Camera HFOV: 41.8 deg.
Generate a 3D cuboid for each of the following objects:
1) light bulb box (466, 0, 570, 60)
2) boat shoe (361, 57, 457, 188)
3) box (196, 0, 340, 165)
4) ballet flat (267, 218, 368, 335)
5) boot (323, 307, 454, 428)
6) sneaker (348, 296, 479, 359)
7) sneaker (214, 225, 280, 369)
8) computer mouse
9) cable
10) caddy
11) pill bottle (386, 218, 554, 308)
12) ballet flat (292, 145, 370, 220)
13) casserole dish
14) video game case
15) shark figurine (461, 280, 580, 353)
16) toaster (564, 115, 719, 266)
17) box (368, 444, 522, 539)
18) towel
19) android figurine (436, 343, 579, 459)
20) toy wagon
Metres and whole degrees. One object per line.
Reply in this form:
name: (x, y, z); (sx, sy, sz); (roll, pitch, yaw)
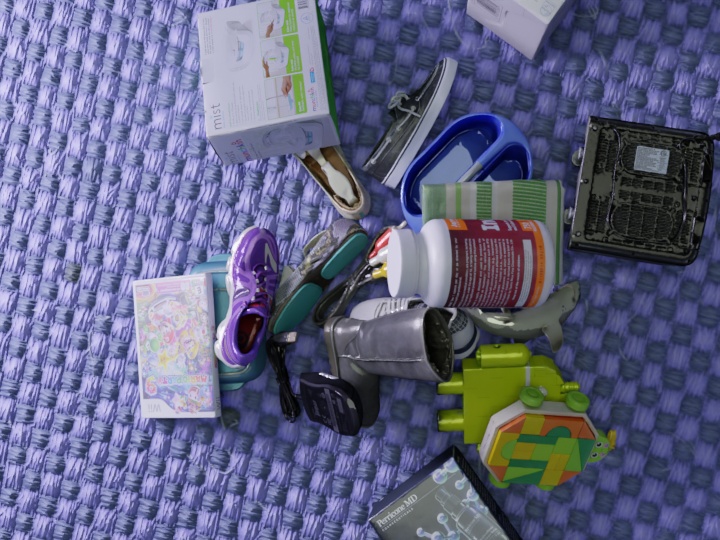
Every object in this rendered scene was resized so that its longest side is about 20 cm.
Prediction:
light bulb box: (0.250, -0.417, 1.260); (0.124, 0.198, 0.201); (36, 91, 4)
boat shoe: (0.067, -0.219, 1.338); (0.067, 0.074, 0.201); (28, 101, -8)
box: (-0.130, -0.269, 1.320); (0.174, 0.097, 0.203); (-11, 69, 6)
ballet flat: (-0.072, 0.003, 1.359); (0.072, 0.072, 0.201); (42, 93, 5)
boot: (0.047, 0.135, 1.270); (0.198, 0.072, 0.184); (-4, 112, 40)
sneaker: (0.065, 0.064, 1.299); (0.198, 0.081, 0.077); (4, 65, 31)
sneaker: (-0.145, 0.038, 1.317); (0.080, 0.083, 0.203); (12, 79, -26)
computer mouse: (-0.058, 0.147, 1.299); (0.046, 0.199, 0.142); (-22, 102, -33)
cable: (0.000, 0.000, 1.338); (0.199, 0.050, 0.098); (-31, 51, 19)
caddy: (0.147, -0.123, 1.310); (0.141, 0.105, 0.200); (45, 94, 6)
pill bottle: (0.138, -0.009, 1.206); (0.197, 0.113, 0.115); (0, 89, -10)
ballet flat: (-0.051, -0.160, 1.354); (0.067, 0.062, 0.201); (-40, 85, 3)
casserole dish: (-0.201, 0.076, 1.377); (0.119, 0.039, 0.203); (-3, 89, 6)
video game case: (-0.267, 0.111, 1.366); (0.141, 0.018, 0.203); (-5, 88, 30)
shark figurine: (0.203, 0.074, 1.320); (0.211, 0.090, 0.130); (3, 56, -2)
toaster: (0.381, -0.105, 1.279); (0.197, 0.119, 0.184); (9, 90, 6)
box: (0.129, 0.371, 1.302); (0.148, 0.107, 0.201); (-37, 85, 5)
towel: (0.180, -0.046, 1.274); (0.197, 0.023, 0.155); (-4, 105, -8)
android figurine: (0.203, 0.181, 1.305); (0.197, 0.041, 0.185); (0, 115, 4)
toy wagon: (0.264, 0.235, 1.287); (0.197, 0.040, 0.157); (7, 120, -14)
